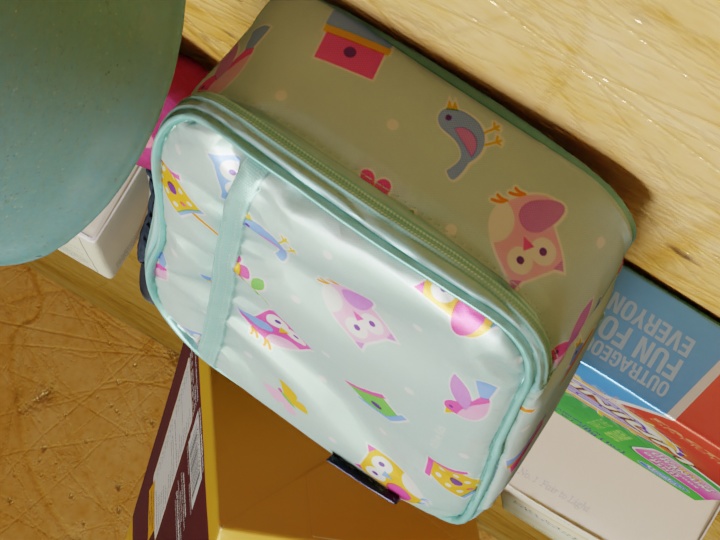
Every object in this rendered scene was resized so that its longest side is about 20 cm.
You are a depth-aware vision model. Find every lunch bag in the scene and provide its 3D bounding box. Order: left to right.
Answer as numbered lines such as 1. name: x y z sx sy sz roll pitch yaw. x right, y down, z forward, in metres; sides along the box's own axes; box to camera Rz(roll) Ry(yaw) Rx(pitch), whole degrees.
1. lunch bag: 0.000 0.000 0.926 0.160 0.077 0.200 32 156 7

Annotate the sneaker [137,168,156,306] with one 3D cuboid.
1. sneaker: -0.078 -0.022 1.309 0.075 0.085 0.200 30 173 16

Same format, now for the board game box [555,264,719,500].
1. board game box: 0.100 0.035 1.087 0.153 0.040 0.200 32 174 0

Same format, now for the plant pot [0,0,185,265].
1. plant pot: -0.158 -0.087 0.773 0.187 0.201 0.200 16 -175 -41

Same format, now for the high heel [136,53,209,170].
1. high heel: -0.126 -0.080 1.182 0.200 0.067 0.096 29 168 47

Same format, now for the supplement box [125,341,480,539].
1. supplement box: -0.037 0.147 1.417 0.132 0.201 0.198 9 -143 -13

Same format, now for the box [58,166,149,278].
1. box: -0.152 -0.058 1.412 0.095 0.078 0.200 32 174 -1

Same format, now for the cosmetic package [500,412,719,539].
1. cosmetic package: 0.129 0.108 1.381 0.103 0.073 0.200 30 175 9
